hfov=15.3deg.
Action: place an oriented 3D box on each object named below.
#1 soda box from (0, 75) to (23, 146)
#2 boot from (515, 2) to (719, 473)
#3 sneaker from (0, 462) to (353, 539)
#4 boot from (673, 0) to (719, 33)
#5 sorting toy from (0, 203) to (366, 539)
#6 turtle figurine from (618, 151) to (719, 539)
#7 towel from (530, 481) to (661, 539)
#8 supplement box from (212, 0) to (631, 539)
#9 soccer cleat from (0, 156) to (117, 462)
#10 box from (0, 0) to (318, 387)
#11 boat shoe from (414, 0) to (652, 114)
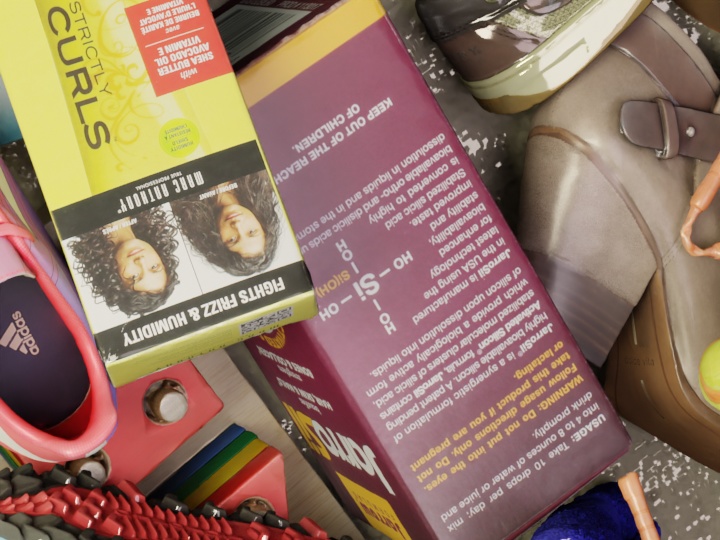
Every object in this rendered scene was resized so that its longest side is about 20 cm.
[{"bbox_3d":[-0.180,-0.064,0.918,0.200,0.064,0.068,-20,108,-19],"label":"soda box"},{"bbox_3d":[0.139,-0.010,1.076,0.200,0.070,0.146,35,72,-39],"label":"boot"},{"bbox_3d":[-0.057,0.133,0.941,0.200,0.079,0.096,18,108,-21],"label":"sneaker"},{"bbox_3d":[0.227,-0.131,1.020,0.155,0.200,0.074,-46,147,-10],"label":"boot"},{"bbox_3d":[-0.110,0.108,0.980,0.200,0.070,0.199,-41,114,-12],"label":"sorting toy"},{"bbox_3d":[0.178,0.050,1.019,0.161,0.064,0.200,29,60,-39],"label":"turtle figurine"},{"bbox_3d":[0.076,0.159,1.013,0.050,0.200,0.148,18,93,11],"label":"towel"},{"bbox_3d":[0.000,0.000,0.979,0.086,0.110,0.200,-35,108,-14],"label":"supplement box"},{"bbox_3d":[-0.139,-0.023,0.867,0.068,0.073,0.200,-35,109,-14],"label":"soccer cleat"},{"bbox_3d":[-0.080,-0.069,0.868,0.075,0.050,0.200,-19,79,-5],"label":"box"},{"bbox_3d":[0.102,-0.149,1.024,0.200,0.073,0.065,-50,120,-8],"label":"boat shoe"}]
